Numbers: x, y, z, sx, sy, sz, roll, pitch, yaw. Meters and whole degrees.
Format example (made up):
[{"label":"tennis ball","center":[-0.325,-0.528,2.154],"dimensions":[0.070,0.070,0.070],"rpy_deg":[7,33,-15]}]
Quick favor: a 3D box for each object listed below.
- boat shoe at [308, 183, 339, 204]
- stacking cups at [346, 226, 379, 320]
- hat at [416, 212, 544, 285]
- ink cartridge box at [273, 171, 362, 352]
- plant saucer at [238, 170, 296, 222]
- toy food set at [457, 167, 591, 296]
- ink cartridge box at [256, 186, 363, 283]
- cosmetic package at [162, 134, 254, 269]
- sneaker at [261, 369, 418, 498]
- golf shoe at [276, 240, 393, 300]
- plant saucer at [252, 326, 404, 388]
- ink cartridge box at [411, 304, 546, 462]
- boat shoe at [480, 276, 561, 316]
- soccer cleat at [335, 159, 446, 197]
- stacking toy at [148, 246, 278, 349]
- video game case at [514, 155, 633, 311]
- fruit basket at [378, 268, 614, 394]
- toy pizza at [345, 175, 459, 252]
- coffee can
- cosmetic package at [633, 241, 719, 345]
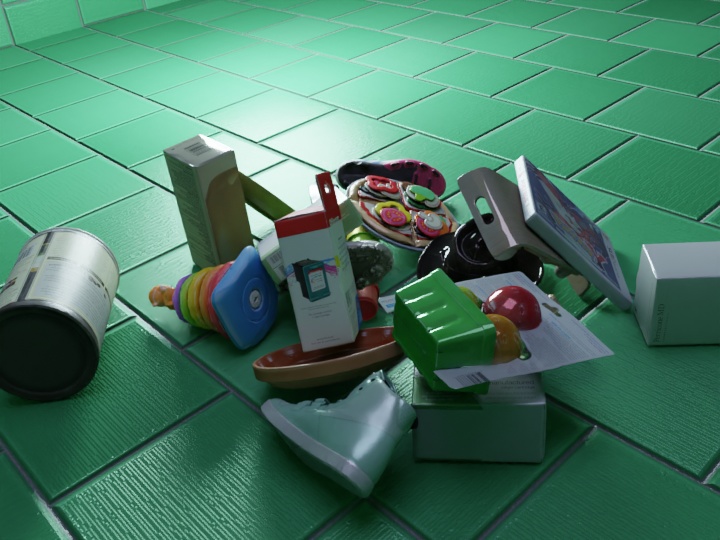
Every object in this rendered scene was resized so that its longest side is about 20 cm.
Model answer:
[{"label":"boat shoe","center":[-0.047,-0.096,1.294],"dimensions":[0.065,0.071,0.200],"rpy_deg":[-10,25,-4]},{"label":"stacking cups","center":[0.000,0.000,1.144],"dimensions":[0.059,0.061,0.201],"rpy_deg":[-3,36,5]},{"label":"hat","center":[0.173,-0.029,1.109],"dimensions":[0.197,0.082,0.202],"rpy_deg":[-3,41,3]},{"label":"ink cartridge box","center":[-0.053,-0.015,0.953],"dimensions":[0.066,0.203,0.116],"rpy_deg":[-11,7,7]},{"label":"plant saucer","center":[-0.163,-0.113,1.258],"dimensions":[0.199,0.200,0.031],"rpy_deg":[31,86,43]},{"label":"toy food set","center":[0.225,-0.047,1.060],"dimensions":[0.199,0.060,0.145],"rpy_deg":[22,36,-40]},{"label":"ink cartridge box","center":[-0.080,-0.062,1.110],"dimensions":[0.145,0.048,0.200],"rpy_deg":[-36,19,0]},{"label":"cosmetic package","center":[-0.228,-0.094,1.185],"dimensions":[0.071,0.202,0.105],"rpy_deg":[-30,40,-31]},{"label":"sneaker","center":[-0.021,0.156,0.832],"dimensions":[0.118,0.074,0.199],"rpy_deg":[-48,34,-20]},{"label":"golf shoe","center":[-0.032,-0.021,1.083],"dimensions":[0.198,0.079,0.098],"rpy_deg":[-13,39,37]},{"label":"plant saucer","center":[-0.031,0.106,0.932],"dimensions":[0.197,0.033,0.200],"rpy_deg":[-11,4,1]},{"label":"ink cartridge box","center":[0.135,0.120,0.899],"dimensions":[0.143,0.089,0.201],"rpy_deg":[-1,31,8]},{"label":"boat shoe","center":[0.166,0.044,1.017],"dimensions":[0.197,0.066,0.072],"rpy_deg":[-6,11,6]},{"label":"soccer cleat","center":[0.053,-0.164,1.379],"dimensions":[0.197,0.071,0.086],"rpy_deg":[7,-1,-2]},{"label":"stacking toy","center":[-0.224,0.040,1.086],"dimensions":[0.197,0.111,0.117],"rpy_deg":[0,41,30]},{"label":"video game case","center":[0.297,-0.057,1.085],"dimensions":[0.023,0.199,0.183],"rpy_deg":[-42,19,27]},{"label":"fruit basket","center":[0.142,0.065,0.844],"dimensions":[0.197,0.095,0.185],"rpy_deg":[-4,30,-25]},{"label":"toy pizza","center":[0.072,-0.099,1.237],"dimensions":[0.197,0.032,0.201],"rpy_deg":[16,34,-11]},{"label":"coffee can","center":[-0.410,0.053,1.035],"dimensions":[0.144,0.148,0.201],"rpy_deg":[-8,32,-3]},{"label":"cosmetic package","center":[0.458,0.027,0.974],"dimensions":[0.197,0.109,0.085],"rpy_deg":[-4,32,6]}]
